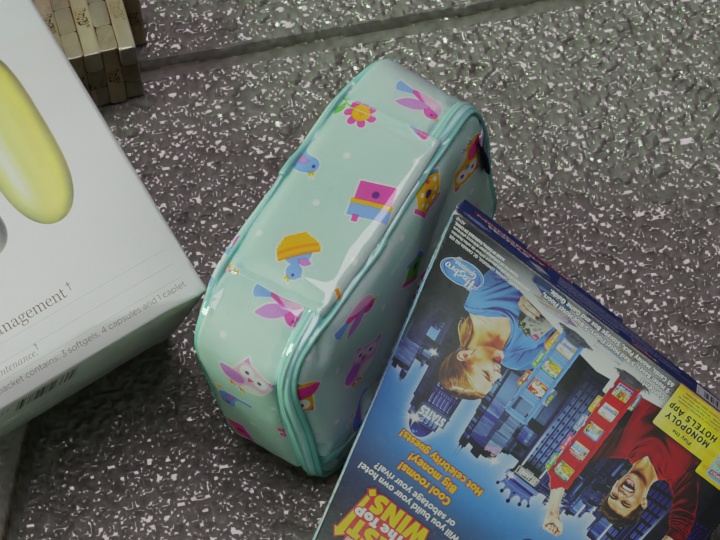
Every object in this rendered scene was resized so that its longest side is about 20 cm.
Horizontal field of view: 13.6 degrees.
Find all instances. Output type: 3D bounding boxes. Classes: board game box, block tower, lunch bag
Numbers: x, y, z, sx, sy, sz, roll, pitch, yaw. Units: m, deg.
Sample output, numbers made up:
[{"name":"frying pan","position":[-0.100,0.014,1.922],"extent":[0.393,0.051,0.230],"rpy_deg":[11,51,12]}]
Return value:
[{"name":"board game box","position":[0.069,0.105,1.523],"extent":[0.200,0.062,0.200],"rpy_deg":[38,99,1]},{"name":"block tower","position":[-0.217,-0.114,1.698],"extent":[0.199,0.054,0.058],"rpy_deg":[-14,60,-7]},{"name":"lunch bag","position":[0.000,0.000,1.567],"extent":[0.077,0.161,0.200],"rpy_deg":[26,69,22]}]

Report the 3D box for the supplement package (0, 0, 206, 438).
[{"name":"supplement package","position":[-0.217,-0.015,1.549],"extent":[0.191,0.147,0.201],"rpy_deg":[-31,86,-17]}]
